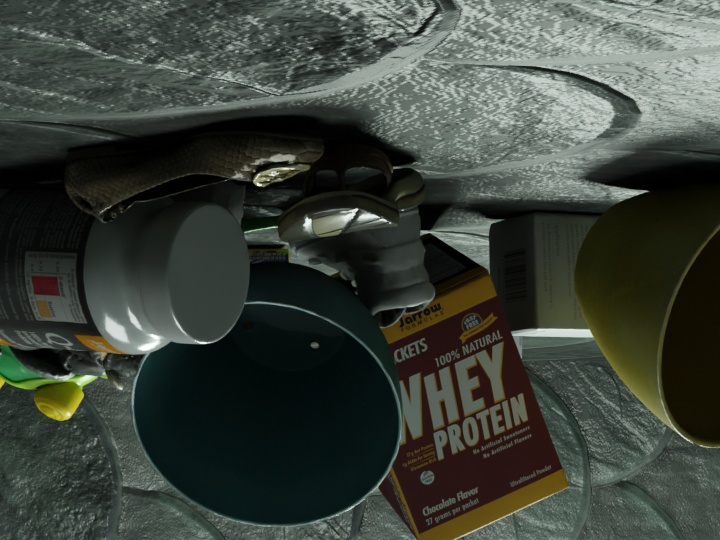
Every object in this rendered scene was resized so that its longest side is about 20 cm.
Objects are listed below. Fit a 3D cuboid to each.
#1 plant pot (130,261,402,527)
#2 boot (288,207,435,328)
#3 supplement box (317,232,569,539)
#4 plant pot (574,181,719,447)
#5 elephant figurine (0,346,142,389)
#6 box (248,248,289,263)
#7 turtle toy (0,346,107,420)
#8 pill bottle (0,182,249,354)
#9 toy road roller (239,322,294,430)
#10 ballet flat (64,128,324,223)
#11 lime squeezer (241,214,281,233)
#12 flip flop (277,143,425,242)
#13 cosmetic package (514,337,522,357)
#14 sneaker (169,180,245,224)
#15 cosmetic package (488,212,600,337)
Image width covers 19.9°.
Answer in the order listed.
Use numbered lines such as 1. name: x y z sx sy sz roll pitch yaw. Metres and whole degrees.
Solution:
1. plant pot: -0.063 0.071 1.538 0.199 0.201 0.135 -2 -148 7
2. boot: 0.000 0.000 1.597 0.073 0.096 0.200 -15 178 -17
3. supplement box: 0.057 0.097 1.725 0.132 0.198 0.200 -23 -167 -7
4. plant pot: 0.246 0.014 1.552 0.199 0.201 0.142 4 -163 -42
5. elephant figurine: -0.233 0.039 1.639 0.141 0.156 0.200 -29 141 31
6. box: -0.166 0.017 1.887 0.199 0.071 0.064 0 173 -11
7. turtle toy: -0.253 0.044 1.756 0.199 0.146 0.101 18 152 22
8. pill bottle: -0.183 -0.002 1.407 0.199 0.117 0.116 3 177 33
9. toy road roller: -0.085 0.080 1.716 0.123 0.147 0.199 24 170 -38
10. ballet flat: -0.108 -0.059 1.292 0.199 0.047 0.067 -5 171 32
11. lime squeezer: -0.144 -0.036 1.628 0.199 0.038 0.071 -4 -155 13
12. flip flop: -0.005 -0.057 1.348 0.081 0.058 0.200 -8 -173 17
13. cosmetic package: 0.135 0.093 2.793 0.150 0.052 0.200 0 174 12
14. sneaker: -0.155 -0.029 1.489 0.080 0.077 0.200 26 155 -29
15. cosmetic package: 0.212 0.006 1.752 0.199 0.102 0.074 3 173 -30
